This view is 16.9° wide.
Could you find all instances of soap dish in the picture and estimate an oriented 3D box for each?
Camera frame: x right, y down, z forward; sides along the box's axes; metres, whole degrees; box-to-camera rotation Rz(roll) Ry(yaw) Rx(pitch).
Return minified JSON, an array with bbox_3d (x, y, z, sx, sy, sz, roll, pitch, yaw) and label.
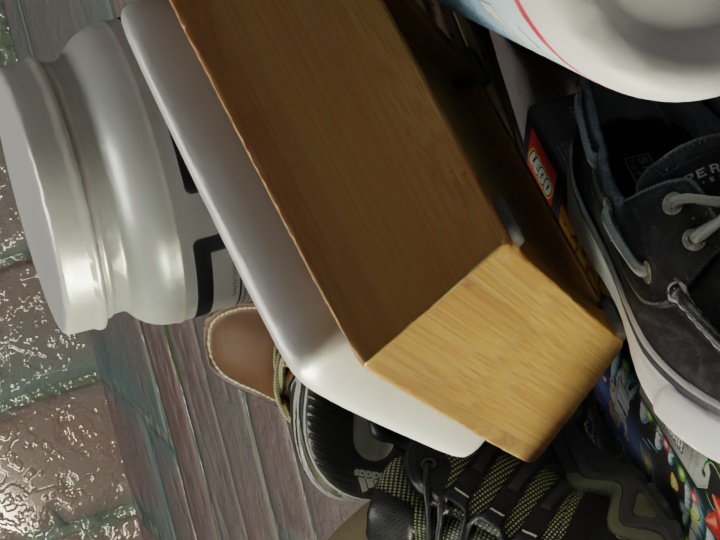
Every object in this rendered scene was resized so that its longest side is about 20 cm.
[{"bbox_3d":[0.011,-0.025,0.805,0.158,0.081,0.200,63,-170,20],"label":"soap dish"}]

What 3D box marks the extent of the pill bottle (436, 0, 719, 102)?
[{"bbox_3d":[0.065,-0.123,0.753,0.200,0.108,0.109,-140,36,-67],"label":"pill bottle"}]

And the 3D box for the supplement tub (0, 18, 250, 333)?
[{"bbox_3d":[-0.056,-0.057,1.109,0.140,0.199,0.141,165,90,-77],"label":"supplement tub"}]

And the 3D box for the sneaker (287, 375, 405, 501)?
[{"bbox_3d":[0.000,0.000,1.030,0.115,0.075,0.202,147,134,-73],"label":"sneaker"}]

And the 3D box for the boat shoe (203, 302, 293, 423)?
[{"bbox_3d":[-0.008,0.043,1.160,0.199,0.074,0.076,5,110,43],"label":"boat shoe"}]

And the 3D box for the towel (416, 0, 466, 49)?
[{"bbox_3d":[0.000,-0.164,0.957,0.133,0.034,0.201,64,-170,-49],"label":"towel"}]

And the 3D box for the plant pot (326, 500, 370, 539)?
[{"bbox_3d":[0.058,0.151,1.005,0.200,0.199,0.135,129,160,-75],"label":"plant pot"}]

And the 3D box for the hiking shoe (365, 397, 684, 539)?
[{"bbox_3d":[0.056,0.101,0.896,0.200,0.100,0.076,-119,16,-48],"label":"hiking shoe"}]

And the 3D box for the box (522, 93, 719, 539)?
[{"bbox_3d":[0.112,0.049,0.915,0.137,0.040,0.201,92,158,-52],"label":"box"}]

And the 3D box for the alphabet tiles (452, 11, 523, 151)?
[{"bbox_3d":[0.029,-0.141,0.953,0.200,0.006,0.167,64,-171,-47],"label":"alphabet tiles"}]

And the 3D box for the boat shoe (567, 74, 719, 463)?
[{"bbox_3d":[0.115,-0.011,0.779,0.200,0.071,0.068,-111,10,-54],"label":"boat shoe"}]
